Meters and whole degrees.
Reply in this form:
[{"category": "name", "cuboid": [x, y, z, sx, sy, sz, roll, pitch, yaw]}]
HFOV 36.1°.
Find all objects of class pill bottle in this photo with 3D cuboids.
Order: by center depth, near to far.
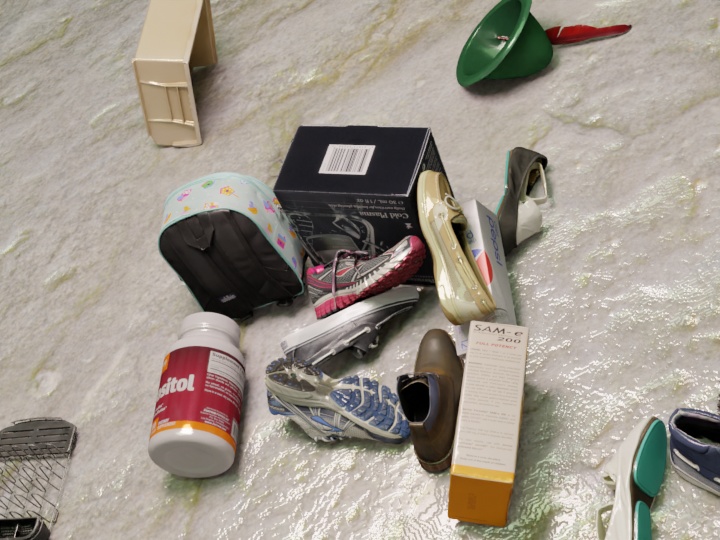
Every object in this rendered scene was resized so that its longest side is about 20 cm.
[{"category": "pill bottle", "cuboid": [-0.212, 0.161, 1.461, 0.112, 0.113, 0.201, -9, 51, 15]}]

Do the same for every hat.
[{"category": "hat", "cuboid": [0.274, -0.319, 1.699, 0.200, 0.175, 0.167, -30, 36, 52]}]

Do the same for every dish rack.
[{"category": "dish rack", "cuboid": [-0.473, 0.286, 1.511, 0.152, 0.055, 0.201, -6, 52, 17]}]

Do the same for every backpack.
[{"category": "backpack", "cuboid": [-0.181, -0.045, 1.537, 0.175, 0.200, 0.154, -18, 48, 24]}]

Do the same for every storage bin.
[{"category": "storage bin", "cuboid": [-0.303, -0.342, 1.837, 0.093, 0.199, 0.201, 2, 53, 2]}]

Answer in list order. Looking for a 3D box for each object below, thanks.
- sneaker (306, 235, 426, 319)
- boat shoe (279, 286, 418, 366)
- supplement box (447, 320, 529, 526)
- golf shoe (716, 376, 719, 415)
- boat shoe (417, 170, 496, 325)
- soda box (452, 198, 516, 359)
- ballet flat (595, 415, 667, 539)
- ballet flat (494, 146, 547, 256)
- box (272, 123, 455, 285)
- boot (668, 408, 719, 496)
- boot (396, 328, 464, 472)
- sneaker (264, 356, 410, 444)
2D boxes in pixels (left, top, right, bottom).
[{"category": "sneaker", "cuboid": [0.000, 0.000, 1.466, 0.199, 0.080, 0.075, -28, 79, 36]}, {"category": "boat shoe", "cuboid": [-0.005, 0.084, 1.472, 0.199, 0.072, 0.068, -23, 82, -14]}, {"category": "supplement box", "cuboid": [0.150, 0.178, 1.285, 0.073, 0.126, 0.201, 7, 56, 7]}, {"category": "golf shoe", "cuboid": [0.465, 0.102, 1.257, 0.092, 0.073, 0.201, 14, 60, 28]}, {"category": "boat shoe", "cuboid": [0.119, -0.035, 1.368, 0.063, 0.073, 0.202, -19, 67, 22]}, {"category": "soda box", "cuboid": [0.150, 0.016, 1.414, 0.063, 0.068, 0.201, -20, 63, 27]}, {"category": "ballet flat", "cuboid": [0.294, 0.251, 1.224, 0.069, 0.070, 0.201, 2, 56, 23]}, {"category": "ballet flat", "cuboid": [0.219, -0.092, 1.514, 0.068, 0.068, 0.201, 7, 57, 16]}, {"category": "box", "cuboid": [0.015, -0.089, 1.505, 0.199, 0.197, 0.125, 4, 57, 24]}, {"category": "boot", "cuboid": [0.421, 0.215, 1.176, 0.199, 0.091, 0.073, 18, 62, 32]}, {"category": "boot", "cuboid": [0.089, 0.138, 1.366, 0.074, 0.097, 0.201, -10, 51, 15]}, {"category": "sneaker", "cuboid": [-0.030, 0.180, 1.407, 0.199, 0.086, 0.077, 21, 37, 11]}]
